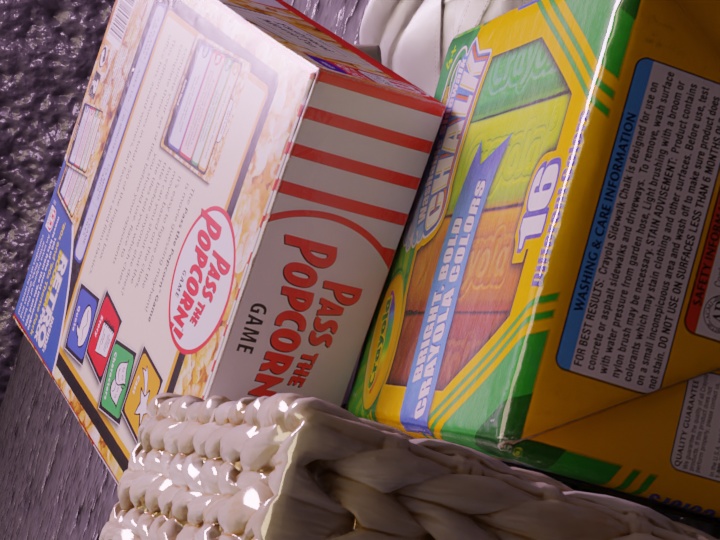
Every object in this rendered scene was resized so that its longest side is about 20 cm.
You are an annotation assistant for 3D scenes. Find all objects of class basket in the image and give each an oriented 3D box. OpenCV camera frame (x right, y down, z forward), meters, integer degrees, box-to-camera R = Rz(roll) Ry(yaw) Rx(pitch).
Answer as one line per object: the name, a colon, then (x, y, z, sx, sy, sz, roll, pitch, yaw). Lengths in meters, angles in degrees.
basket: (0.019, 0.131, 0.505, 0.198, 0.199, 0.162, 170, 117, -74)

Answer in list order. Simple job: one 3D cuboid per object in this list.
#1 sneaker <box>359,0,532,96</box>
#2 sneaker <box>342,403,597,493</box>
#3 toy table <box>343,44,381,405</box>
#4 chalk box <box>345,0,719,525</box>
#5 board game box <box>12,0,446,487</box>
sneaker: (0.088, -0.136, 0.822, 0.100, 0.075, 0.200, 50, 117, 23)
sneaker: (0.015, 0.103, 0.713, 0.094, 0.070, 0.200, -65, 12, -12)
toy table: (0.000, 0.000, 0.794, 0.200, 0.182, 0.118, 121, 150, -71)
chalk box: (0.077, 0.002, 0.568, 0.200, 0.123, 0.125, 172, 113, -75)
board game box: (-0.053, -0.015, 0.670, 0.200, 0.046, 0.152, 43, 116, 61)
